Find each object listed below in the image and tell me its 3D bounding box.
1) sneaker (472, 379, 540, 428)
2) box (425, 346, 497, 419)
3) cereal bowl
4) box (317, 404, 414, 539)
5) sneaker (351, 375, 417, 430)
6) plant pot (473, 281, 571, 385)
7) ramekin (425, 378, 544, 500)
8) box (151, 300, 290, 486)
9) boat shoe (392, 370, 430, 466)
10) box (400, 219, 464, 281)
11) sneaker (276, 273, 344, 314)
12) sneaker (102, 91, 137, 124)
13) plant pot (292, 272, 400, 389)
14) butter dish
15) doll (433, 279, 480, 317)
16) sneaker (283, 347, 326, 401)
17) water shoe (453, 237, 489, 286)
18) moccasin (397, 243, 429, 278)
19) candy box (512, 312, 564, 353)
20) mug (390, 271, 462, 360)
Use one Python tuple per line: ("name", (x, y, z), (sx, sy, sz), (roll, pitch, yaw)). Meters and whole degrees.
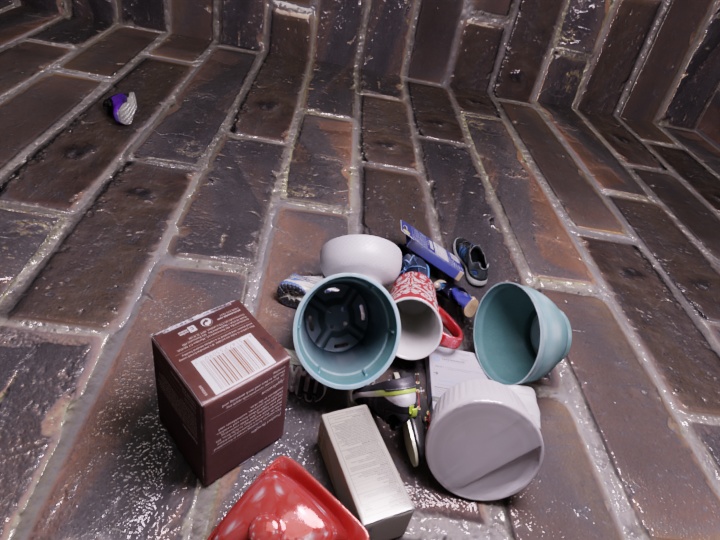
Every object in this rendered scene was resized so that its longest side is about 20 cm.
("sneaker", (0.251, 0.261, 0.976), (0.194, 0.076, 0.090), (6, 49, -14))
("box", (0.211, 0.248, 1.066), (0.151, 0.042, 0.203), (10, 38, -5))
("cereal bowl", (0.000, 0.000, 1.223), (0.193, 0.201, 0.086), (6, 66, -8))
("box", (0.002, 0.332, 0.862), (0.092, 0.079, 0.202), (-5, 40, -22))
("sneaker", (0.041, 0.243, 0.932), (0.070, 0.200, 0.085), (-6, 75, -23))
("plant pot", (0.344, 0.132, 1.075), (0.130, 0.204, 0.202), (5, 35, -25))
("ramekin", (0.207, 0.282, 0.899), (0.196, 0.208, 0.095), (13, 23, 1))
("box", (-0.230, 0.197, 0.867), (0.164, 0.204, 0.163), (-23, 48, -39))
("boat shoe", (0.102, 0.269, 0.978), (0.061, 0.076, 0.203), (-1, 33, -5))
("box", (0.180, -0.056, 1.383), (0.197, 0.033, 0.122), (34, 18, -8))
("sneaker", (-0.089, 0.048, 1.213), (0.194, 0.079, 0.086), (17, 32, 5))
("sneaker", (-0.831, -0.550, 1.788), (0.096, 0.071, 0.202), (-3, 35, -8))
("plant pot", (-0.036, 0.103, 1.021), (0.194, 0.207, 0.196), (6, 2, -9))
("butter dish", (-0.114, 0.362, 0.700), (0.197, 0.150, 0.200), (31, 62, 26))
("doll", (0.228, 0.060, 1.256), (0.133, 0.050, 0.200), (22, 7, -22))
("sneaker", (-0.151, 0.185, 1.026), (0.195, 0.077, 0.081), (24, 27, 4))
("water shoe", (0.313, -0.044, 1.446), (0.069, 0.081, 0.202), (2, 38, -13))
("moccasin", (0.126, -0.005, 1.351), (0.066, 0.082, 0.201), (19, 21, -15))
("candy box", (0.381, 0.130, 1.253), (0.135, 0.062, 0.198), (34, 43, 27))
("mug", (0.126, 0.104, 1.153), (0.179, 0.132, 0.201), (50, 17, -10))
